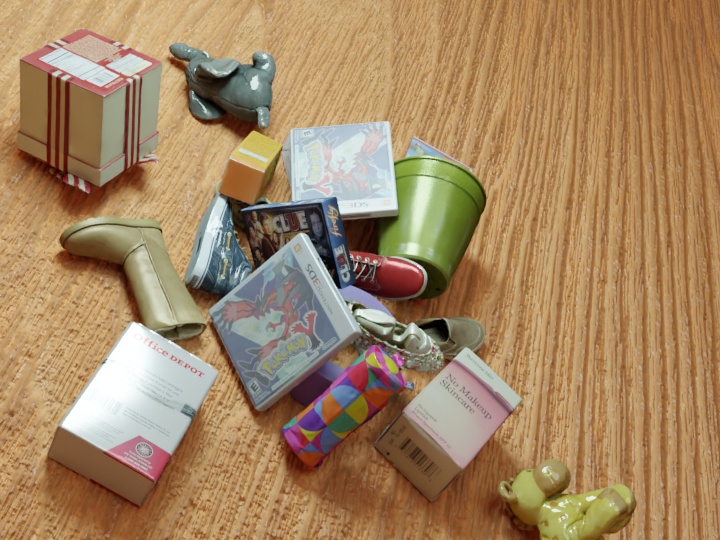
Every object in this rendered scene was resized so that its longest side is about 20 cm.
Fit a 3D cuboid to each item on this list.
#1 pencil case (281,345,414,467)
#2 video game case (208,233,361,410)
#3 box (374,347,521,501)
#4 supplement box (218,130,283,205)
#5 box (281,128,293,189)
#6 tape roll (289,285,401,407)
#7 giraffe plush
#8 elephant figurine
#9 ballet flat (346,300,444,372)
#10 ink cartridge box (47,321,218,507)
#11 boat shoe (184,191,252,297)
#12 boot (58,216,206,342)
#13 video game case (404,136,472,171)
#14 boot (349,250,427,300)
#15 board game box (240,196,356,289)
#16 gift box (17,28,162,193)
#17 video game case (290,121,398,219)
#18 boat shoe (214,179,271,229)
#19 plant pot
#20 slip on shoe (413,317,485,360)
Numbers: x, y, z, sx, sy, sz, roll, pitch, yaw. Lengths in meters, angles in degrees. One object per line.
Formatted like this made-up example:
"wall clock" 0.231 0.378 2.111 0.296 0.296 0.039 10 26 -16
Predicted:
"pencil case" -0.020 0.195 1.448 0.088 0.200 0.088 47 10 -11
"video game case" -0.116 0.076 1.486 0.023 0.200 0.183 19 36 -59
"box" 0.139 0.236 1.565 0.128 0.109 0.200 43 44 9
"supplement box" -0.183 -0.176 1.705 0.068 0.067 0.200 20 21 -4
"box" -0.038 -0.190 1.865 0.198 0.060 0.117 3 52 -29
"tape roll" -0.035 0.123 1.577 0.198 0.085 0.201 17 45 -18
"giraffe plush" 0.301 0.365 1.546 0.199 0.173 0.162 -38 62 -11
"elephant figurine" -0.260 -0.339 1.832 0.198 0.155 0.143 9 91 -11
"ballet flat" 0.050 0.102 1.540 0.198 0.064 0.076 20 44 -16
"ink cartridge box" -0.302 0.190 1.354 0.144 0.085 0.201 31 44 -4
"boat shoe" -0.219 -0.037 1.623 0.090 0.071 0.202 26 46 -20
"boot" -0.338 0.014 1.501 0.174 0.066 0.201 -8 59 -35
"video game case" 0.141 -0.172 1.990 0.142 0.017 0.201 28 43 -6
"boot" 0.000 0.000 1.622 0.198 0.073 0.144 10 -4 23
"board game box" -0.099 -0.039 1.565 0.034 0.199 0.137 -23 104 -41
"gift box" -0.418 -0.240 1.582 0.199 0.188 0.184 29 39 16
"video game case" -0.031 -0.173 1.751 0.180 0.023 0.202 -4 56 1
"boat shoe" -0.164 -0.093 1.700 0.201 0.063 0.073 47 44 13
"plant pot" 0.108 -0.063 1.767 0.199 0.201 0.194 24 56 -11
"slip on shoe" 0.141 0.109 1.712 0.198 0.061 0.076 -3 55 -33
